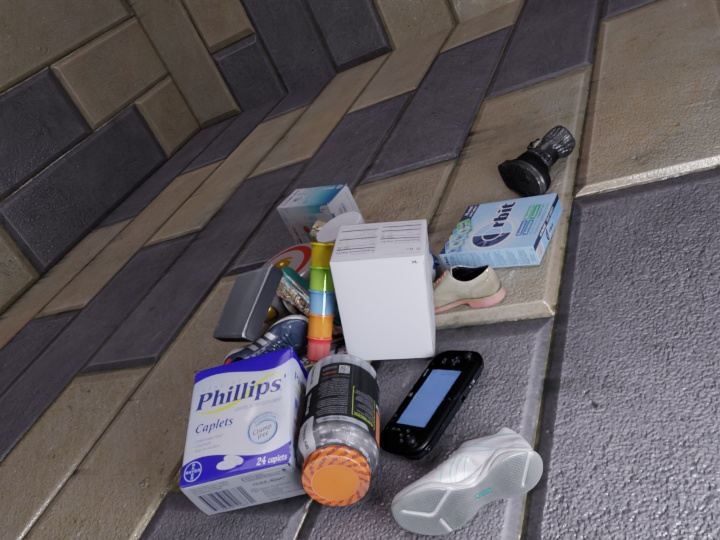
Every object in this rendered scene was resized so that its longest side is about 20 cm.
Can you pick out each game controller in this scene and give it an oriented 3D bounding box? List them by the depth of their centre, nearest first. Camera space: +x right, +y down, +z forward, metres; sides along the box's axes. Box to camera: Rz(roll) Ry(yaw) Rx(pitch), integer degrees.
[{"bbox_3d":[0.107,0.195,0.946,0.103,0.043,0.200,3,42,46],"label":"game controller"}]

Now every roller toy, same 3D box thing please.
[{"bbox_3d":[-0.139,0.039,1.335,0.195,0.142,0.184,-24,27,12],"label":"roller toy"}]

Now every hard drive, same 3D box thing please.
[{"bbox_3d":[-0.219,0.068,1.214,0.198,0.032,0.143,-12,54,62],"label":"hard drive"}]

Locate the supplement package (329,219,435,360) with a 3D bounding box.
[{"bbox_3d":[0.043,0.036,1.059,0.150,0.205,0.112,-4,32,10],"label":"supplement package"}]

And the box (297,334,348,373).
[{"bbox_3d":[-0.089,0.175,1.163,0.195,0.050,0.163,-21,31,18],"label":"box"}]

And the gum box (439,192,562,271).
[{"bbox_3d":[0.271,-0.073,1.222,0.196,0.045,0.171,-5,36,38],"label":"gum box"}]

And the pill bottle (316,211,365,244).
[{"bbox_3d":[0.000,0.000,1.197,0.110,0.203,0.114,-22,26,12],"label":"pill bottle"}]

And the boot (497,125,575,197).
[{"bbox_3d":[0.384,-0.229,1.310,0.155,0.081,0.212,-29,19,2],"label":"boot"}]

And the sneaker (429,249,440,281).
[{"bbox_3d":[0.115,-0.020,1.270,0.075,0.082,0.200,-51,4,16],"label":"sneaker"}]

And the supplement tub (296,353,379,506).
[{"bbox_3d":[-0.030,0.231,0.933,0.120,0.124,0.202,-21,28,14],"label":"supplement tub"}]

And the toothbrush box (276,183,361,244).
[{"bbox_3d":[-0.091,-0.121,1.544,0.197,0.149,0.085,4,41,46],"label":"toothbrush box"}]

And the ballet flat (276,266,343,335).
[{"bbox_3d":[-0.093,0.070,1.184,0.199,0.075,0.065,40,112,28],"label":"ballet flat"}]

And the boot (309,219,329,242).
[{"bbox_3d":[-0.042,-0.053,1.358,0.151,0.075,0.200,17,22,9],"label":"boot"}]

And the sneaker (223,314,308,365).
[{"bbox_3d":[-0.168,0.156,1.139,0.197,0.076,0.085,-33,17,14],"label":"sneaker"}]

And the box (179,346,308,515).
[{"bbox_3d":[-0.172,0.249,0.989,0.179,0.106,0.204,-15,45,10],"label":"box"}]

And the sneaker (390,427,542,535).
[{"bbox_3d":[0.128,0.264,0.796,0.195,0.072,0.080,-23,18,0],"label":"sneaker"}]

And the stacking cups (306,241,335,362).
[{"bbox_3d":[-0.064,0.055,1.098,0.058,0.207,0.061,3,5,0],"label":"stacking cups"}]

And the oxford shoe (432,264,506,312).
[{"bbox_3d":[0.161,0.024,1.137,0.195,0.075,0.071,-11,32,33],"label":"oxford shoe"}]
